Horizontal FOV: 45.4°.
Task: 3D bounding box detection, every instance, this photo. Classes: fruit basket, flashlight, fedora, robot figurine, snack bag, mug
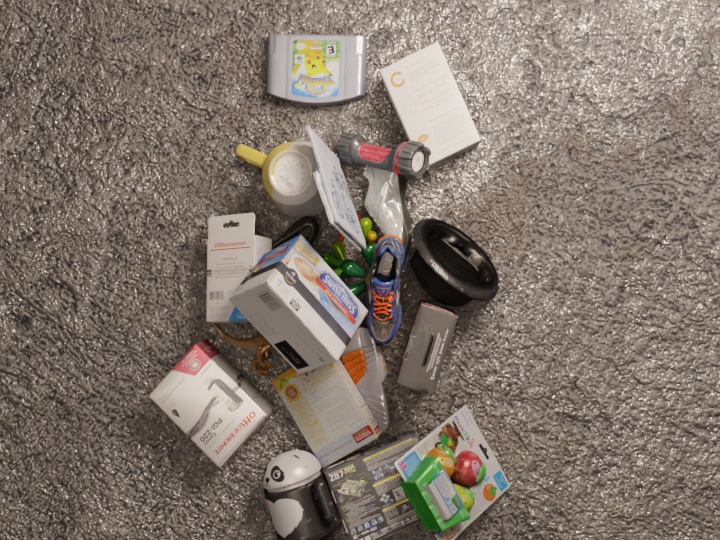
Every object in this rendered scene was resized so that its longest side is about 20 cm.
[{"bbox_3d":[0.180,0.386,1.620,0.198,0.093,0.187,-31,93,-25],"label":"fruit basket"},{"bbox_3d":[0.039,-0.221,1.610,0.198,0.068,0.069,21,90,39],"label":"flashlight"},{"bbox_3d":[0.163,0.000,1.626,0.200,0.201,0.092,40,124,2],"label":"fedora"},{"bbox_3d":[-0.117,0.448,1.650,0.148,0.125,0.204,-16,90,4],"label":"robot figurine"},{"bbox_3d":[-0.048,-0.148,1.560,0.021,0.188,0.203,-21,72,11],"label":"snack bag"},{"bbox_3d":[-0.138,-0.175,1.631,0.183,0.153,0.153,-8,91,5],"label":"mug"}]

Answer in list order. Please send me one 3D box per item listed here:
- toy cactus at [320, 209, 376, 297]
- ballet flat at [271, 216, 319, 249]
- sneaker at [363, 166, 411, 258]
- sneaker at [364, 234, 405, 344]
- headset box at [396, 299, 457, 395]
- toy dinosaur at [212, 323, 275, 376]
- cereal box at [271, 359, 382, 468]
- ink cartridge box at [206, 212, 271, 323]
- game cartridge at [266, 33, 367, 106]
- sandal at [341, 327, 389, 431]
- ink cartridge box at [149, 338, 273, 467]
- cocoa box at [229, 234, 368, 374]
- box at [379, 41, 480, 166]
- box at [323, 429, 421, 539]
[{"bbox_3d":[0.000,0.000,1.661,0.163,0.102,0.203,24,84,-6],"label":"toy cactus"},{"bbox_3d":[-0.157,-0.029,1.680,0.066,0.057,0.201,41,98,2],"label":"ballet flat"},{"bbox_3d":[0.053,-0.111,1.666,0.079,0.070,0.205,-7,86,17],"label":"sneaker"},{"bbox_3d":[0.041,0.037,1.594,0.074,0.078,0.204,2,94,8],"label":"sneaker"},{"bbox_3d":[0.122,0.139,1.591,0.074,0.200,0.151,18,91,4],"label":"headset box"},{"bbox_3d":[-0.197,0.148,1.697,0.196,0.061,0.108,-6,62,6],"label":"toy dinosaur"},{"bbox_3d":[-0.066,0.263,1.668,0.143,0.039,0.202,-31,89,24],"label":"cereal box"},{"bbox_3d":[-0.233,-0.002,1.659,0.114,0.068,0.204,-3,83,25],"label":"ink cartridge box"},{"bbox_3d":[-0.086,-0.391,1.684,0.196,0.040,0.136,1,94,4],"label":"game cartridge"},{"bbox_3d":[0.018,0.208,1.673,0.078,0.059,0.211,-7,100,26],"label":"sandal"},{"bbox_3d":[-0.289,0.258,1.682,0.200,0.085,0.146,44,94,1],"label":"ink cartridge box"},{"bbox_3d":[-0.110,0.063,1.569,0.200,0.132,0.132,48,50,-17],"label":"cocoa box"},{"bbox_3d":[0.132,-0.307,1.636,0.123,0.097,0.203,-24,90,4],"label":"box"},{"bbox_3d":[0.046,0.423,1.662,0.197,0.049,0.164,-23,91,-6],"label":"box"}]
